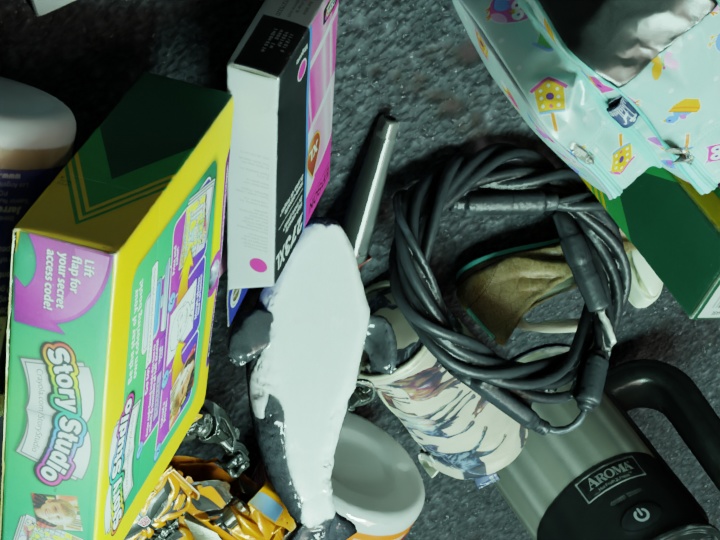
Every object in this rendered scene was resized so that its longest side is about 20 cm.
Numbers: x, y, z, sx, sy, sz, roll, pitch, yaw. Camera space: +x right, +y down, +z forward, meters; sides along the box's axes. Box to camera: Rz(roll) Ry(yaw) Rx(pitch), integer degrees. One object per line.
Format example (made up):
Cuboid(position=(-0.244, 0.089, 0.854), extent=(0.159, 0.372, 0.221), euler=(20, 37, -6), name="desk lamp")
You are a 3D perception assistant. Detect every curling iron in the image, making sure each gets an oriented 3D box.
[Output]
Cuboid(position=(0.000, 0.000, 1.212), extent=(0.025, 0.049, 0.202), euler=(-20, 125, -59), name="curling iron")

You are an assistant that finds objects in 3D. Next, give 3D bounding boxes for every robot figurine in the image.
Cuboid(position=(-0.110, 0.159, 1.193), extent=(0.145, 0.058, 0.200), euler=(-42, 138, 2), name="robot figurine")

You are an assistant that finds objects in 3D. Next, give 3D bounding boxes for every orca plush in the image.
Cuboid(position=(-0.032, 0.067, 1.206), extent=(0.104, 0.071, 0.202), euler=(-16, 101, -16), name="orca plush")

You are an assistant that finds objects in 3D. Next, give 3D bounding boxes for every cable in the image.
Cuboid(position=(0.099, 0.001, 1.244), extent=(0.199, 0.051, 0.164), euler=(36, 73, -27), name="cable")

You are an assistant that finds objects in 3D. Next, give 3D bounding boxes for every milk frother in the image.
Cuboid(position=(0.183, 0.186, 1.464), extent=(0.179, 0.189, 0.201), euler=(-12, 137, -28), name="milk frother")

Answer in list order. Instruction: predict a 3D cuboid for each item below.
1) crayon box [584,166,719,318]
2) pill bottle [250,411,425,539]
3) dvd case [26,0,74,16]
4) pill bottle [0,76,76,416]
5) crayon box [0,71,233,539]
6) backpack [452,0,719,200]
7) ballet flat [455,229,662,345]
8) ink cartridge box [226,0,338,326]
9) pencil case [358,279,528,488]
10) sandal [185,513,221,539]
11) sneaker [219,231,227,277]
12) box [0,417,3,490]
Cuboid(position=(0.245, -0.049, 1.258), extent=(0.198, 0.173, 0.059), euler=(1, 132, -39), name="crayon box")
Cuboid(position=(-0.047, 0.204, 1.358), extent=(0.113, 0.114, 0.201), euler=(2, 128, -40), name="pill bottle")
Cuboid(position=(-0.088, -0.221, 0.940), extent=(0.199, 0.025, 0.151), euler=(-27, 143, -12), name="dvd case")
Cuboid(position=(-0.212, 0.007, 0.961), extent=(0.115, 0.115, 0.202), euler=(1, 108, -40), name="pill bottle")
Cuboid(position=(-0.124, 0.028, 0.990), extent=(0.173, 0.058, 0.202), euler=(-61, 162, -57), name="crayon box")
Cuboid(position=(0.155, -0.131, 1.106), extent=(0.153, 0.176, 0.199), euler=(-46, 138, 17), name="backpack")
Cuboid(position=(0.161, 0.000, 1.336), extent=(0.198, 0.073, 0.068), euler=(-21, 165, -21), name="ballet flat")
Cuboid(position=(-0.046, -0.064, 1.094), extent=(0.201, 0.037, 0.095), euler=(97, 14, -46), name="ink cartridge box")
Cuboid(position=(0.049, 0.078, 1.331), extent=(0.090, 0.078, 0.200), euler=(-46, 144, -4), name="pencil case")
Cuboid(position=(-0.143, 0.176, 1.289), extent=(0.211, 0.070, 0.078), euler=(33, 101, -24), name="sandal")
Cuboid(position=(-0.138, 0.051, 1.156), extent=(0.081, 0.070, 0.201), euler=(11, 124, -40), name="sneaker")
Cuboid(position=(-0.272, 0.073, 1.091), extent=(0.198, 0.050, 0.200), euler=(-2, 132, -39), name="box")
